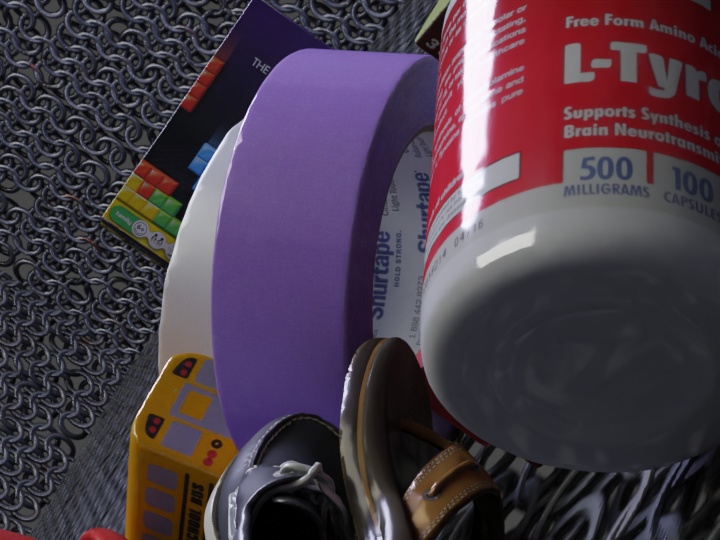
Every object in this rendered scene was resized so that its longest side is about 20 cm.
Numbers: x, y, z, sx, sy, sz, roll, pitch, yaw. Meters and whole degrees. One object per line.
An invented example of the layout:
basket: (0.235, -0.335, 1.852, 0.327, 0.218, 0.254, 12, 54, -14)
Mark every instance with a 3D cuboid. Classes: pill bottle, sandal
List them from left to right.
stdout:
sandal: (0.027, 0.099, 0.758, 0.054, 0.082, 0.200, -13, 30, 7)
pill bottle: (0.079, -0.044, 0.683, 0.112, 0.112, 0.201, -49, 26, 43)

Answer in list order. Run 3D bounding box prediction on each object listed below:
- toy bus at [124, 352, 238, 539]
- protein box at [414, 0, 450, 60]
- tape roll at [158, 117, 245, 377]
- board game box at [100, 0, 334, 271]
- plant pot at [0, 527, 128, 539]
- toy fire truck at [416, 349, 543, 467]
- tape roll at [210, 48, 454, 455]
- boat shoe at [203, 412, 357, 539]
toy bus: (-0.074, 0.133, 1.037, 0.201, 0.078, 0.065, 100, -168, -50)
protein box: (0.154, -0.166, 0.841, 0.199, 0.135, 0.200, -59, 7, -34)
tape roll: (-0.028, 0.015, 1.100, 0.202, 0.070, 0.204, 12, -90, -68)
board game box: (-0.030, -0.040, 1.254, 0.166, 0.199, 0.057, -57, 4, -6)
plant pot: (-0.181, 0.210, 0.965, 0.200, 0.181, 0.202, 176, 90, -71)
toy fire truck: (0.088, 0.007, 0.845, 0.200, 0.049, 0.141, -52, 7, 23)
tape roll: (0.000, 0.000, 0.957, 0.200, 0.065, 0.202, 4, -90, -71)
boat shoe: (-0.019, 0.105, 0.761, 0.063, 0.072, 0.200, -58, 9, 27)
